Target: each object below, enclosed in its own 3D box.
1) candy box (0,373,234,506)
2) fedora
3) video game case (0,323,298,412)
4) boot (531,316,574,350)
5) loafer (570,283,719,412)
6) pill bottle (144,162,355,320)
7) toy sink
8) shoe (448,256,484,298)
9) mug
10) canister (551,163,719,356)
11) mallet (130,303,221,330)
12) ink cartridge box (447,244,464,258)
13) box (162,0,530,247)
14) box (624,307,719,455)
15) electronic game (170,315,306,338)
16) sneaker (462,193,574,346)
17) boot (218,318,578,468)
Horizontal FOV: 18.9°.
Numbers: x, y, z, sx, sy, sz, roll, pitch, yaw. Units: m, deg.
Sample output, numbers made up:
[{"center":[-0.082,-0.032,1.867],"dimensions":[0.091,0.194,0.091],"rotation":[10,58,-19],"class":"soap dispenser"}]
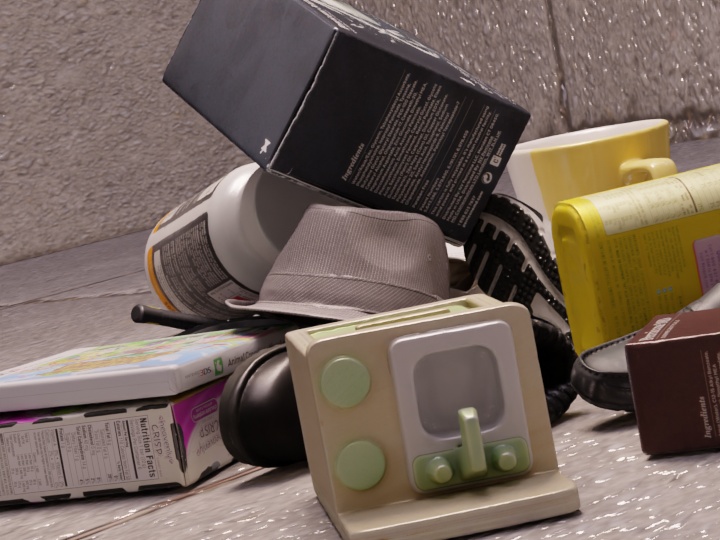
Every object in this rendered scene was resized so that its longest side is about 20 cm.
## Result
[{"center":[-0.186,0.117,1.517],"dimensions":[0.200,0.061,0.136],"rotation":[-8,6,21],"class":"candy box"},{"center":[0.000,0.000,1.586],"dimensions":[0.177,0.090,0.200],"rotation":[5,-6,34],"class":"fedora"},{"center":[-0.170,0.070,1.536],"dimensions":[0.200,0.022,0.182],"rotation":[-7,5,26],"class":"video game case"},{"center":[0.119,0.027,1.700],"dimensions":[0.200,0.090,0.073],"rotation":[-14,7,-34],"class":"boot"},{"center":[0.229,0.042,1.410],"dimensions":[0.200,0.071,0.068],"rotation":[-12,30,-18],"class":"loafer"},{"center":[-0.092,-0.025,1.811],"dimensions":[0.116,0.117,0.200],"rotation":[-14,-7,-33],"class":"pill bottle"},{"center":[0.036,0.079,1.243],"dimensions":[0.130,0.112,0.200],"rotation":[-11,6,-5],"class":"toy sink"},{"center":[0.072,0.019,1.754],"dimensions":[0.200,0.053,0.070],"rotation":[6,26,-10],"class":"shoe"},{"center":[0.211,-0.044,1.919],"dimensions":[0.149,0.153,0.187],"rotation":[-9,6,7],"class":"mug"},{"center":[0.243,-0.002,1.493],"dimensions":[0.200,0.149,0.087],"rotation":[-13,7,-13],"class":"canister"},{"center":[-0.105,0.052,1.814],"dimensions":[0.200,0.041,0.066],"rotation":[11,-9,-27],"class":"mallet"},{"center":[0.077,0.031,1.845],"dimensions":[0.200,0.045,0.176],"rotation":[-6,30,-32],"class":"ink cartridge box"},{"center":[-0.014,-0.133,1.667],"dimensions":[0.196,0.124,0.200],"rotation":[18,14,-36],"class":"box"},{"center":[0.265,0.055,1.275],"dimensions":[0.200,0.075,0.100],"rotation":[-10,6,19],"class":"box"},{"center":[-0.072,0.079,1.660],"dimensions":[0.200,0.042,0.200],"rotation":[0,18,0],"class":"electronic game"},{"center":[0.158,0.010,1.641],"dimensions":[0.200,0.074,0.080],"rotation":[42,26,31],"class":"sneaker"},{"center":[0.027,0.078,1.431],"dimensions":[0.211,0.080,0.158],"rotation":[-15,7,-42],"class":"boot"}]
